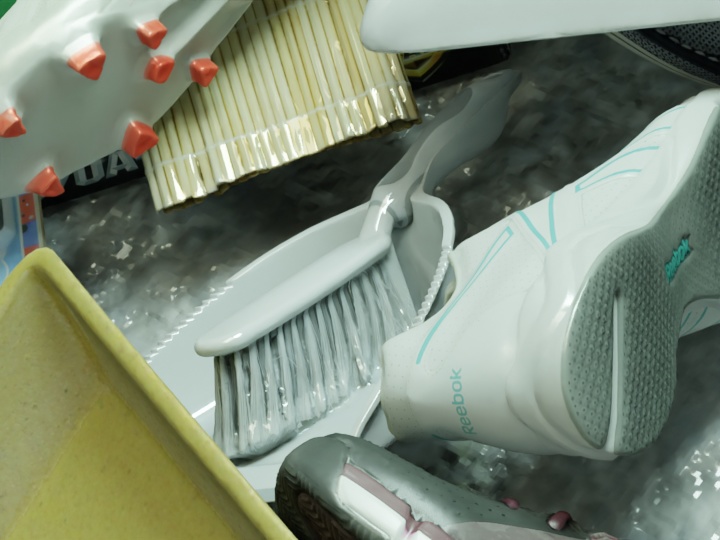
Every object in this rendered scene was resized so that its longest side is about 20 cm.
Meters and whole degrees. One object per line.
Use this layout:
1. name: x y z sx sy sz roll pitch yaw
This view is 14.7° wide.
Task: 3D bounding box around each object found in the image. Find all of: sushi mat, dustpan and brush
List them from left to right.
1. sushi mat: -0.050 -0.119 0.967 0.095 0.012 0.201 -21 64 8
2. dustpan and brush: 0.000 0.000 0.891 0.139 0.057 0.200 -10 21 47

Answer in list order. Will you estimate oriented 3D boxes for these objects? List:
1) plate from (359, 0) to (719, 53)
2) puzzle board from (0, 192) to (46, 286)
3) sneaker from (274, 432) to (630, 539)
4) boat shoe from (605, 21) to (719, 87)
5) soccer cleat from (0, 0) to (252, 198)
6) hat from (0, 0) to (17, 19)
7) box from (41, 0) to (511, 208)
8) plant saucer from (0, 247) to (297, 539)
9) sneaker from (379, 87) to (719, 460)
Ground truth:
1. plate: 0.107 -0.147 0.883 0.198 0.032 0.201 -4 40 20
2. puzzle board: -0.171 0.042 0.936 0.150 0.017 0.201 -19 60 16
3. sneaker: 0.079 0.092 0.775 0.200 0.076 0.116 40 64 9
4. boat shoe: 0.149 -0.078 0.847 0.199 0.093 0.075 14 101 18
5. soccer cleat: -0.071 -0.102 0.926 0.200 0.069 0.078 -43 58 -10
6. hat: -0.211 -0.155 0.961 0.199 0.176 0.166 -14 46 13
7. box: -0.054 -0.117 1.019 0.199 0.046 0.160 -17 51 11
8. plant saucer: -0.083 0.129 0.807 0.200 0.048 0.200 -56 48 14
9. sneaker: 0.069 -0.003 0.825 0.080 0.071 0.200 -7 16 31
